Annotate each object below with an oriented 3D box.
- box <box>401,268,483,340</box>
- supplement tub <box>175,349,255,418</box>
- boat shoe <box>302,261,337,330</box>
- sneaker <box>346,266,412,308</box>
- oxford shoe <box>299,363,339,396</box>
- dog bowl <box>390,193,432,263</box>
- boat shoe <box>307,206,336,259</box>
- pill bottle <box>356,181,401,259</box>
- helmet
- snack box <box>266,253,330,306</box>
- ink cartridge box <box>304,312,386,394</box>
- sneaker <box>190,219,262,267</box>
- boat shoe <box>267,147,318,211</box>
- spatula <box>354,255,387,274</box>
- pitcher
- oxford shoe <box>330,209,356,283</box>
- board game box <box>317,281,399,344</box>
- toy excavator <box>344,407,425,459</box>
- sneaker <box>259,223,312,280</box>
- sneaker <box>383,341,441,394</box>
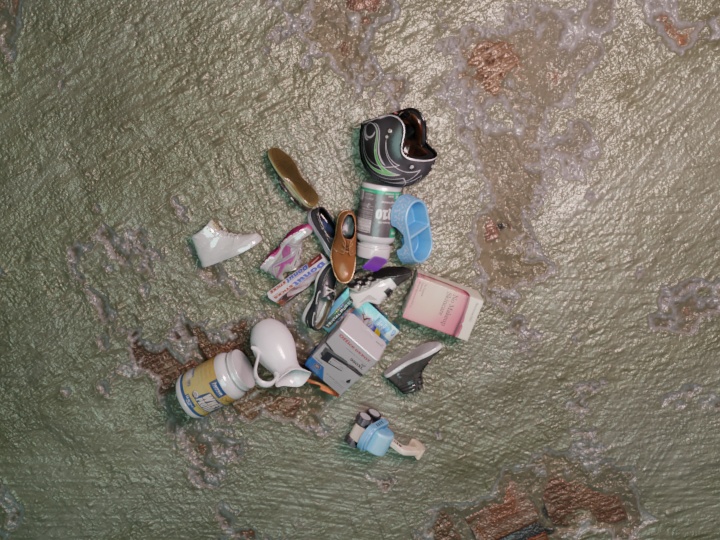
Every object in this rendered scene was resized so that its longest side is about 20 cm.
[{"bbox_3d":[0.229,0.096,1.608,0.198,0.109,0.129,20,103,-1],"label":"box"},{"bbox_3d":[-0.428,0.334,1.684,0.199,0.145,0.146,-28,100,9],"label":"supplement tub"},{"bbox_3d":[-0.100,0.074,1.615,0.075,0.060,0.202,11,101,-44],"label":"boat shoe"},{"bbox_3d":[0.058,0.050,1.617,0.198,0.074,0.089,-18,116,-15],"label":"sneaker"},{"bbox_3d":[-0.140,0.305,1.709,0.199,0.071,0.073,28,83,-7],"label":"oxford shoe"},{"bbox_3d":[0.145,-0.109,1.552,0.049,0.111,0.202,15,128,45],"label":"dog bowl"},{"bbox_3d":[-0.071,-0.094,1.597,0.201,0.070,0.066,57,141,-3],"label":"boat shoe"},{"bbox_3d":[0.046,-0.138,1.565,0.112,0.113,0.202,7,104,2],"label":"pill bottle"},{"bbox_3d":[0.096,-0.314,1.484,0.198,0.200,0.193,-15,105,7],"label":"helmet"},{"bbox_3d":[-0.172,0.029,1.640,0.199,0.072,0.024,-36,54,10],"label":"snack box"},{"bbox_3d":[-0.044,0.239,1.618,0.144,0.084,0.200,40,126,-3],"label":"ink cartridge box"},{"bbox_3d":[-0.389,-0.095,1.622,0.198,0.074,0.117,-20,104,9],"label":"sneaker"},{"bbox_3d":[-0.199,-0.248,1.578,0.201,0.073,0.065,54,136,3],"label":"boat shoe"},{"bbox_3d":[0.000,0.000,1.590,0.056,0.199,0.021,13,67,-34],"label":"spatula"},{"bbox_3d":[-0.254,0.240,1.613,0.122,0.171,0.201,-53,56,30],"label":"pitcher"},{"bbox_3d":[-0.043,-0.062,1.539,0.070,0.071,0.203,-1,98,-11],"label":"oxford shoe"},{"bbox_3d":[-0.007,0.158,1.669,0.200,0.047,0.151,42,101,-6],"label":"board game box"},{"bbox_3d":[0.079,0.514,1.709,0.199,0.194,0.101,35,104,24],"label":"toy excavator"},{"bbox_3d":[-0.196,-0.050,1.619,0.088,0.082,0.200,42,114,-10],"label":"sneaker"},{"bbox_3d":[0.175,0.291,1.680,0.199,0.071,0.100,-35,100,16],"label":"sneaker"}]
